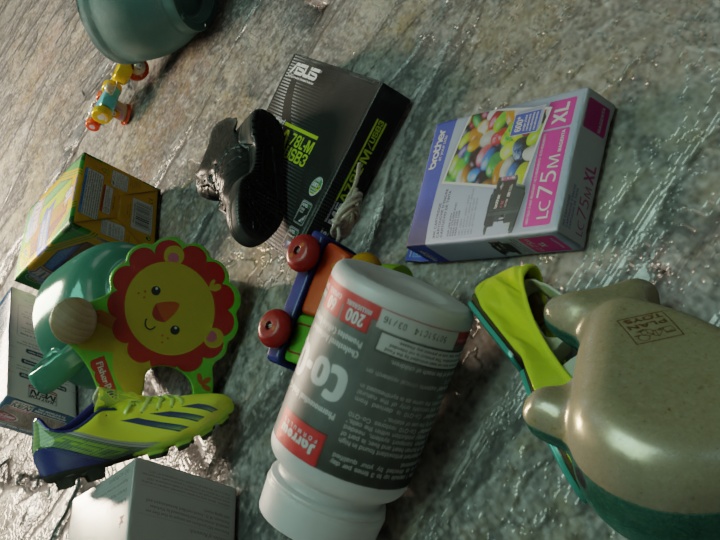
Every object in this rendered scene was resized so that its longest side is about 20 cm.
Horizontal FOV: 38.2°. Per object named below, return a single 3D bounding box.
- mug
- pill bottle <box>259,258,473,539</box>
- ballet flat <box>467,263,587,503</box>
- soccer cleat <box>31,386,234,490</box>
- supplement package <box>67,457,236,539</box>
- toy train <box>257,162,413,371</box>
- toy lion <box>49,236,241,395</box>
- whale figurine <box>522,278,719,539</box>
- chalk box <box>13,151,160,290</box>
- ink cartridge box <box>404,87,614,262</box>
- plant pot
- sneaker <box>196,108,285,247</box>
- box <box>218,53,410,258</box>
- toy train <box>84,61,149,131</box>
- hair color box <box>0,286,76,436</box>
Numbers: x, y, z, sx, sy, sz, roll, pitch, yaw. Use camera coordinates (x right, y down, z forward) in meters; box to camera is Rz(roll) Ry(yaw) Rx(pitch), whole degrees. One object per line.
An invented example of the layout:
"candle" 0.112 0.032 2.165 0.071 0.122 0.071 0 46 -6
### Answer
"mug" -0.275 0.059 1.165 0.114 0.151 0.186 -26 51 39
"pill bottle" -0.001 0.103 0.788 0.114 0.113 0.201 33 105 56
"ballet flat" 0.133 0.063 0.700 0.067 0.067 0.201 -34 39 8
"soccer cleat" -0.217 0.144 1.001 0.065 0.199 0.084 -31 77 63
"supplement package" -0.192 0.292 0.933 0.117 0.117 0.201 -34 45 36
"toy train" 0.000 0.000 0.905 0.115 0.084 0.201 12 78 45
"toy lion" -0.209 0.074 1.075 0.069 0.190 0.202 158 93 -76
"whale figurine" 0.171 0.080 0.601 0.158 0.105 0.200 -13 29 -5
"chalk box" -0.373 -0.038 1.384 0.200 0.123 0.125 -35 43 35
"ink cartridge box" 0.105 -0.071 0.841 0.199 0.042 0.120 -7 63 53
"plant pot" -0.283 -0.393 1.461 0.133 0.200 0.202 4 69 25
"sneaker" -0.128 -0.090 1.071 0.104 0.060 0.201 -31 42 38
"box" -0.055 -0.117 1.078 0.200 0.047 0.194 34 100 55
"toy train" -0.361 -0.303 1.609 0.201 0.055 0.150 -61 20 12
"hair color box" -0.436 0.123 1.385 0.061 0.100 0.201 -46 37 25
